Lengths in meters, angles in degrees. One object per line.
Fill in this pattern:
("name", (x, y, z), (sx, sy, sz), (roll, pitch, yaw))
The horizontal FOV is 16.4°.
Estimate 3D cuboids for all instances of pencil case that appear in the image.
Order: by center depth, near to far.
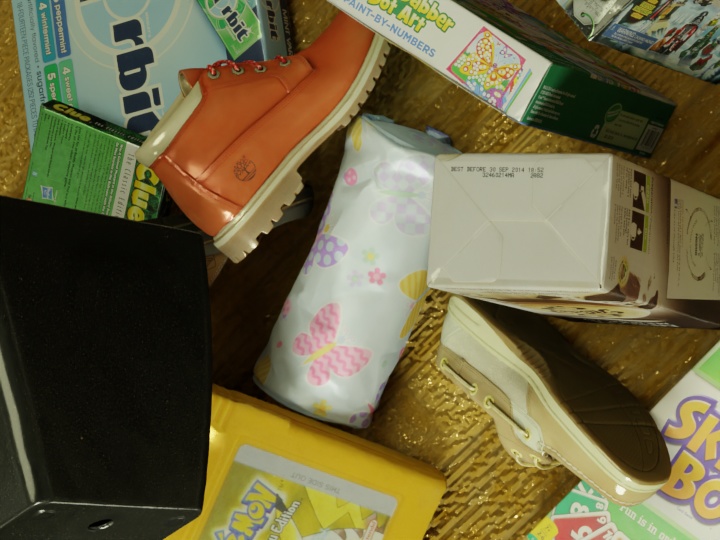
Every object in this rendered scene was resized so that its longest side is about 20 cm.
("pencil case", (0.000, 0.000, 1.614), (0.090, 0.083, 0.201), (23, 99, 16))

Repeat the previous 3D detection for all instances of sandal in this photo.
("sandal", (-0.117, -0.007, 1.644), (0.082, 0.199, 0.055), (18, 125, 58))

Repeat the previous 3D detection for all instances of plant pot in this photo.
("plant pot", (-0.202, 0.089, 1.493), (0.199, 0.199, 0.179), (-33, 64, 33))

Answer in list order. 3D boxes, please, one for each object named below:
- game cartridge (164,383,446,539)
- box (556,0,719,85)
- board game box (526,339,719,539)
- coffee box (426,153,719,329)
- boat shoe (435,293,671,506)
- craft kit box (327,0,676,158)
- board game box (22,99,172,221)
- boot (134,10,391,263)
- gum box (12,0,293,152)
("game cartridge", (-0.067, 0.175, 1.594), (0.177, 0.199, 0.032), (-66, 21, 10))
("box", (0.209, -0.177, 1.444), (0.137, 0.200, 0.040), (-45, 68, 20))
("board game box", (0.200, 0.132, 1.529), (0.200, 0.030, 0.096), (-46, 67, 16))
("coffee box", (0.134, -0.015, 1.474), (0.112, 0.200, 0.081), (1, 84, 30))
("boat shoe", (0.116, 0.087, 1.548), (0.200, 0.074, 0.067), (48, 124, 41))
("craft kit box", (0.072, -0.142, 1.519), (0.197, 0.200, 0.049), (31, 101, 26))
("board game box", (-0.190, -0.006, 1.712), (0.104, 0.023, 0.201), (23, 115, 17))
("boot", (-0.058, -0.115, 1.603), (0.107, 0.075, 0.200), (40, 70, -6))
("gum box", (-0.143, -0.156, 1.717), (0.199, 0.044, 0.172), (-12, 81, 27))
